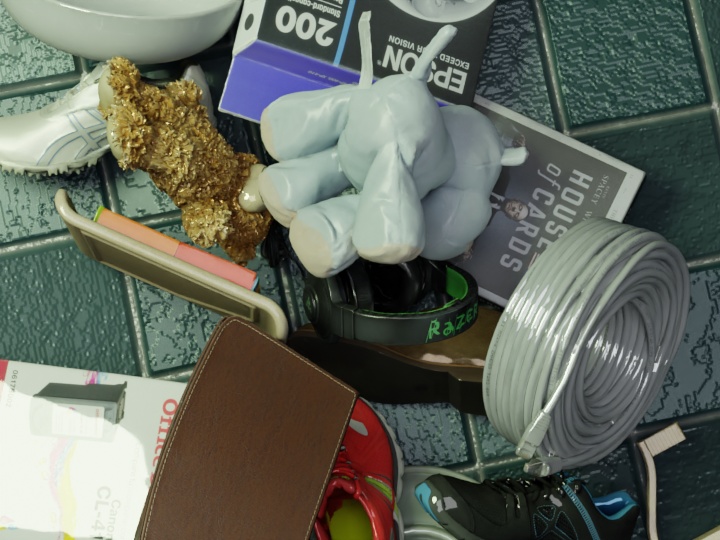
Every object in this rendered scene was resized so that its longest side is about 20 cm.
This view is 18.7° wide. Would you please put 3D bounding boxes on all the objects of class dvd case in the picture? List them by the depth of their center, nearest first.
[{"bbox_3d":[0.108,-0.053,1.756,0.200,0.025,0.150,26,86,10],"label":"dvd case"}]

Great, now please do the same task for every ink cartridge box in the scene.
[{"bbox_3d":[-0.226,0.152,1.698,0.200,0.086,0.148,6,75,9],"label":"ink cartridge box"},{"bbox_3d":[0.005,-0.192,1.707,0.198,0.043,0.200,16,84,-24],"label":"ink cartridge box"}]

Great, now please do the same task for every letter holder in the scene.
[{"bbox_3d":[-0.110,0.150,1.604,0.142,0.101,0.200,34,62,-31],"label":"letter holder"}]

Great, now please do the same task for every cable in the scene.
[{"bbox_3d":[0.177,0.058,1.687,0.069,0.200,0.200,24,99,33],"label":"cable"}]

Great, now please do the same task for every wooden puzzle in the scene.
[{"bbox_3d":[-0.140,-0.001,1.682,0.200,0.185,0.037,29,82,1],"label":"wooden puzzle"}]

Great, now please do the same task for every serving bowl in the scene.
[{"bbox_3d":[-0.189,-0.210,1.708,0.200,0.200,0.066,8,119,-1],"label":"serving bowl"}]

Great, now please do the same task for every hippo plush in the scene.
[{"bbox_3d":[0.026,-0.088,1.659,0.159,0.161,0.200,15,95,34],"label":"hippo plush"}]

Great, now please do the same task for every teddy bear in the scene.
[{"bbox_3d":[-0.126,-0.086,1.651,0.067,0.145,0.200,-35,117,14],"label":"teddy bear"}]

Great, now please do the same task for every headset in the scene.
[{"bbox_3d":[0.000,0.000,1.702,0.200,0.123,0.094,17,118,37],"label":"headset"}]

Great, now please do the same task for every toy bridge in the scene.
[{"bbox_3d":[0.272,0.225,1.755,0.067,0.027,0.200,-28,87,0],"label":"toy bridge"}]

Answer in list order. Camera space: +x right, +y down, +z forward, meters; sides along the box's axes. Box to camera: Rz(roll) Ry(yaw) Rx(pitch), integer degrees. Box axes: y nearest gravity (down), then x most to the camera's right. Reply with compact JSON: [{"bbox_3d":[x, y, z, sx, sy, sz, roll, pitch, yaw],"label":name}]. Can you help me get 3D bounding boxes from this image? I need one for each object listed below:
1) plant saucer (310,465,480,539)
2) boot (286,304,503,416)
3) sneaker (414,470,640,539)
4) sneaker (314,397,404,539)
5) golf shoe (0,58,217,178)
[{"bbox_3d":[0.046,0.256,1.737,0.200,0.050,0.200,0,86,-1],"label":"plant saucer"},{"bbox_3d":[0.042,0.063,1.752,0.200,0.074,0.075,10,58,3],"label":"boot"},{"bbox_3d":[0.129,0.184,1.699,0.200,0.073,0.082,21,105,-33],"label":"sneaker"},{"bbox_3d":[-0.007,0.170,1.696,0.077,0.085,0.200,-21,57,10],"label":"sneaker"},{"bbox_3d":[-0.214,-0.128,1.729,0.200,0.078,0.097,-4,116,-9],"label":"golf shoe"}]
